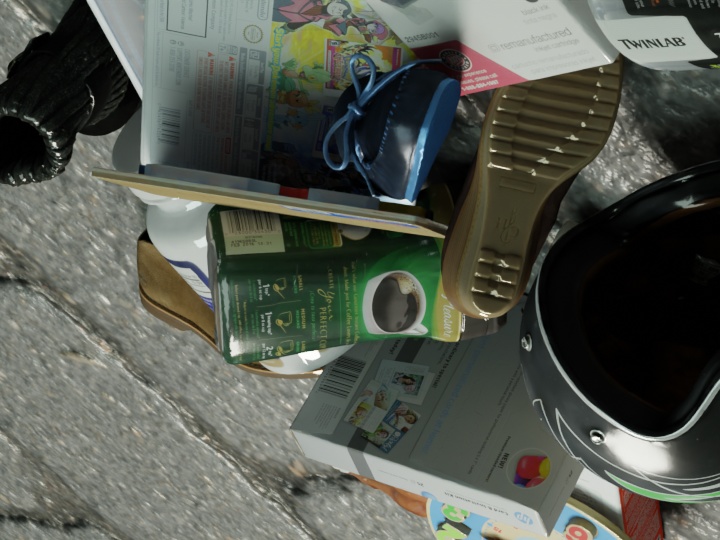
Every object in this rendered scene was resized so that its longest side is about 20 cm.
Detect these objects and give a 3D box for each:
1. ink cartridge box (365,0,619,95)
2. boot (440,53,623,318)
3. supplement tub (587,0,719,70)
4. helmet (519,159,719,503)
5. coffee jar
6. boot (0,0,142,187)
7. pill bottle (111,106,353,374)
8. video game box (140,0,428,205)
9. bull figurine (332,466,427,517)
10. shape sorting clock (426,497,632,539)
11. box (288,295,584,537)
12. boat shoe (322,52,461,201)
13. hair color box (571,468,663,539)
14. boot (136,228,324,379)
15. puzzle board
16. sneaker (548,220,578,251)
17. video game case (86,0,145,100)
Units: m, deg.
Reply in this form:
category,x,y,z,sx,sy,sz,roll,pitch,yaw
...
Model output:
category,x,y,z,sx,sy,sz,roll,pitch,yaw
ink cartridge box,0.051,-0.198,1.407,0.200,0.085,0.145,46,150,-24
boot,0.096,-0.072,1.560,0.072,0.201,0.166,20,-170,-6
supplement tub,0.215,-0.161,1.250,0.199,0.123,0.123,2,141,47
helmet,0.195,0.044,1.517,0.190,0.200,0.200,-30,119,26
coffee jar,0.000,0.000,1.698,0.199,0.086,0.105,-5,127,-6
boot,-0.203,-0.112,1.740,0.079,0.158,0.211,31,153,2
pill bottle,-0.078,-0.033,1.787,0.119,0.120,0.200,1,140,46
video game box,-0.042,-0.125,1.590,0.181,0.047,0.200,12,144,2
bull figurine,0.039,0.131,2.007,0.121,0.065,0.200,29,152,15
shape sorting clock,0.138,0.218,1.936,0.199,0.039,0.200,25,154,14
box,0.073,0.084,1.786,0.199,0.156,0.041,15,152,29
boat shoe,0.011,-0.076,1.492,0.068,0.084,0.200,26,167,1
hair color box,0.162,0.162,1.929,0.110,0.064,0.200,20,150,22
boot,-0.090,0.021,1.957,0.199,0.074,0.076,22,142,25
puzzle board,-0.050,-0.045,1.582,0.199,0.018,0.151,8,179,10
sneaker,0.208,0.030,1.641,0.199,0.075,0.090,20,157,21
video game case,-0.083,-0.175,1.592,0.181,0.023,0.200,-4,141,20
